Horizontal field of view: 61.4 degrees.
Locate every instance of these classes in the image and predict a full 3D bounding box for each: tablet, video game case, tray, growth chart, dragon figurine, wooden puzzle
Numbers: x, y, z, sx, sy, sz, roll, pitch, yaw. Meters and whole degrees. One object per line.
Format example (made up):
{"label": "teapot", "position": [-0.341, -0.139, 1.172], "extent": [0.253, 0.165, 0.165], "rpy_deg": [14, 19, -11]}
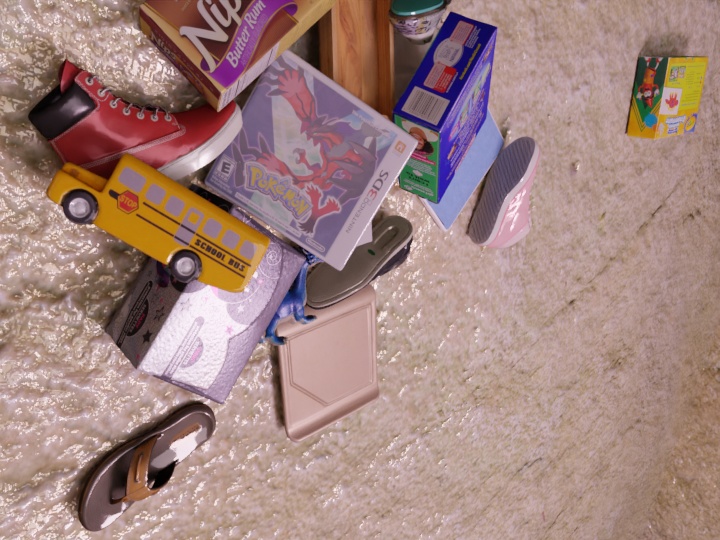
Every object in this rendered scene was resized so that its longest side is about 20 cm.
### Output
{"label": "tablet", "position": [0.167, -0.181, 1.014], "extent": [0.202, 0.014, 0.130], "rpy_deg": [-55, 133, -12]}
{"label": "video game case", "position": [-0.059, -0.129, 0.721], "extent": [0.197, 0.023, 0.185], "rpy_deg": [31, 100, -8]}
{"label": "tray", "position": [-0.005, -0.292, 0.759], "extent": [0.097, 0.037, 0.206], "rpy_deg": [-4, 92, -37]}
{"label": "growth chart", "position": [0.067, -0.273, 0.883], "extent": [0.142, 0.018, 0.206], "rpy_deg": [3, 104, -43]}
{"label": "dragon figurine", "position": [-0.120, 0.043, 0.800], "extent": [0.198, 0.058, 0.101], "rpy_deg": [-35, 109, -29]}
{"label": "wooden puzzle", "position": [-0.049, 0.137, 0.932], "extent": [0.182, 0.037, 0.206], "rpy_deg": [-20, 114, -35]}

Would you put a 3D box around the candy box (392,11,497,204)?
{"label": "candy box", "position": [0.117, -0.217, 0.846], "extent": [0.172, 0.076, 0.201], "rpy_deg": [-60, 163, -15]}

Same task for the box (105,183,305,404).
{"label": "box", "position": [-0.179, 0.027, 0.710], "extent": [0.132, 0.114, 0.203], "rpy_deg": [36, 82, -44]}

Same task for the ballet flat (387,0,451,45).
{"label": "ballet flat", "position": [0.085, -0.339, 0.797], "extent": [0.202, 0.070, 0.073], "rpy_deg": [-65, 145, -45]}

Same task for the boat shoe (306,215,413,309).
{"label": "boat shoe", "position": [0.000, 0.000, 0.898], "extent": [0.198, 0.072, 0.068], "rpy_deg": [-36, 153, -20]}

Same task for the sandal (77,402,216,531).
{"label": "sandal", "position": [-0.261, 0.249, 0.765], "extent": [0.198, 0.054, 0.083], "rpy_deg": [-33, 126, -29]}

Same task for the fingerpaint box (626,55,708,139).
{"label": "fingerpaint box", "position": [0.690, -0.392, 1.365], "extent": [0.197, 0.073, 0.172], "rpy_deg": [-16, 116, -37]}

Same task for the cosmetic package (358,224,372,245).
{"label": "cosmetic package", "position": [-0.032, -0.131, 0.826], "extent": [0.081, 0.050, 0.206], "rpy_deg": [-21, 119, -38]}

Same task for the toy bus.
{"label": "toy bus", "position": [-0.192, -0.047, 0.589], "extent": [0.197, 0.065, 0.080], "rpy_deg": [31, 85, -17]}

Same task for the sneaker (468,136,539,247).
{"label": "sneaker", "position": [0.274, -0.131, 1.085], "extent": [0.103, 0.075, 0.204], "rpy_deg": [12, 108, -41]}

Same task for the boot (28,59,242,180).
{"label": "boot", "position": [-0.225, -0.165, 0.627], "extent": [0.198, 0.072, 0.147], "rpy_deg": [-37, 126, -21]}

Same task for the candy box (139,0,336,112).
{"label": "candy box", "position": [-0.122, -0.284, 0.647], "extent": [0.117, 0.056, 0.201], "rpy_deg": [45, 72, -8]}
